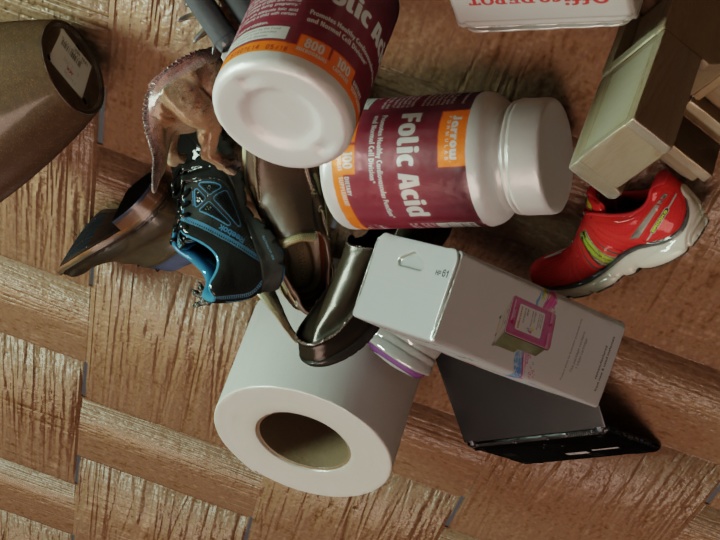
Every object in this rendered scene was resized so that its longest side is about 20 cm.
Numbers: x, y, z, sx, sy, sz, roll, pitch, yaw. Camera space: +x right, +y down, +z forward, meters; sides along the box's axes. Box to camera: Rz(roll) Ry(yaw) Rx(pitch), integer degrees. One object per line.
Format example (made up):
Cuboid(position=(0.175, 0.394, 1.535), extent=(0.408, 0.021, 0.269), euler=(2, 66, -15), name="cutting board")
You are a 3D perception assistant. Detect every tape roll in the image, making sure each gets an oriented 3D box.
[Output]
Cuboid(position=(-0.043, 0.130, 1.701), extent=(0.200, 0.140, 0.204), euler=(13, 144, 10), name="tape roll")

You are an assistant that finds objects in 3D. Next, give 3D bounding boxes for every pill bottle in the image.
Cuboid(position=(-0.033, -0.189, 1.235), extent=(0.113, 0.201, 0.115), euler=(12, 144, 9), name="pill bottle")
Cuboid(position=(0.075, -0.095, 1.365), extent=(0.198, 0.115, 0.115), euler=(-1, 139, 26), name="pill bottle")

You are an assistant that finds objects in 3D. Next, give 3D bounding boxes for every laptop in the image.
Cuboid(position=(0.201, 0.138, 1.705), extent=(0.176, 0.105, 0.199), euler=(-10, 160, 35), name="laptop")

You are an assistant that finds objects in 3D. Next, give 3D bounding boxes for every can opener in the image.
Cuboid(position=(-0.104, -0.206, 1.295), extent=(0.201, 0.053, 0.067), euler=(55, 180, -3), name="can opener")

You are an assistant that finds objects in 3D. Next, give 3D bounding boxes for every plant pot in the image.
Cuboid(position=(-0.345, -0.154, 1.472), extent=(0.198, 0.188, 0.187), euler=(-21, 130, 23), name="plant pot")

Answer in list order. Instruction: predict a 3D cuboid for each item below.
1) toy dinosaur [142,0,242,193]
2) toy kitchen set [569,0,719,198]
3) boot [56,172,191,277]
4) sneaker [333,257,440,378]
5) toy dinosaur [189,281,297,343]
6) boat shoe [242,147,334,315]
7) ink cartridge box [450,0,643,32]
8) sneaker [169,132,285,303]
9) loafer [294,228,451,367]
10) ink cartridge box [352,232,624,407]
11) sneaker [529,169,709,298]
Cuboid(position=(-0.135, -0.164, 1.364), extent=(0.086, 0.200, 0.136), euler=(30, 155, 41), name="toy dinosaur")
Cuboid(position=(0.260, -0.086, 1.244), extent=(0.199, 0.181, 0.163), euler=(35, 143, -13), name="toy kitchen set")
Cuboid(position=(-0.239, -0.020, 1.658), extent=(0.097, 0.075, 0.199), euler=(39, 138, -20), name="boot")
Cuboid(position=(0.011, 0.019, 1.603), extent=(0.199, 0.100, 0.075), euler=(36, -179, 9), name="sneaker")
Cuboid(position=(-0.131, -0.010, 1.531), extent=(0.087, 0.201, 0.048), euler=(-13, 154, -36), name="toy dinosaur")
Cuboid(position=(-0.060, -0.049, 1.493), extent=(0.074, 0.075, 0.204), euler=(-18, 120, -5), name="boat shoe")
Cuboid(position=(0.123, -0.277, 1.148), extent=(0.144, 0.085, 0.201), euler=(2, 138, 23), name="ink cartridge box")
Cuboid(position=(-0.146, -0.062, 1.479), extent=(0.201, 0.081, 0.073), euler=(59, 151, 18), name="sneaker")
Cuboid(position=(0.000, 0.000, 1.484), extent=(0.071, 0.201, 0.073), euler=(45, 168, -34), name="loafer")
Cuboid(position=(0.113, 0.044, 1.425), extent=(0.199, 0.086, 0.144), euler=(24, 175, -30), name="ink cartridge box")
Cuboid(position=(0.224, -0.039, 1.434), extent=(0.199, 0.077, 0.085), euler=(-27, 103, 44), name="sneaker")
